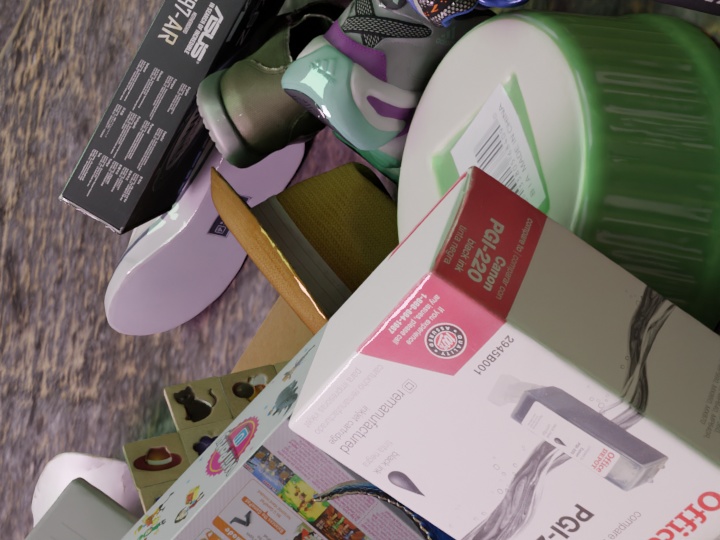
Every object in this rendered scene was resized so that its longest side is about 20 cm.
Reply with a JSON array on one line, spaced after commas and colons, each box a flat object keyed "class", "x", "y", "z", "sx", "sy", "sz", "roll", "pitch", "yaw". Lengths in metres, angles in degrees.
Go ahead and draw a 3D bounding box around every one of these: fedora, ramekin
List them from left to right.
[{"class": "fedora", "x": 0.000, "y": 0.000, "z": 1.614, "sx": 0.082, "sy": 0.201, "sz": 0.201, "roll": -40, "pitch": 41, "yaw": 1}, {"class": "ramekin", "x": 0.103, "y": -0.040, "z": 1.497, "sx": 0.200, "sy": 0.097, "sz": 0.201, "roll": -18, "pitch": 68, "yaw": 55}]

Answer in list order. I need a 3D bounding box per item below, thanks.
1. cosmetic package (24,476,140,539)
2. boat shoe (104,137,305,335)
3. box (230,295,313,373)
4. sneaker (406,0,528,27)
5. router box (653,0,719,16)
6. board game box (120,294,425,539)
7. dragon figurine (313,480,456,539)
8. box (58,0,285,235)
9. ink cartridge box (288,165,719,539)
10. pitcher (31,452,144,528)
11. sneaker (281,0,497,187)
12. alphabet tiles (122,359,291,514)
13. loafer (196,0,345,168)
[{"class": "cosmetic package", "x": -0.156, "y": 0.262, "z": 1.662, "sx": 0.200, "sy": 0.166, "sz": 0.168, "roll": -52, "pitch": -11, "yaw": -21}, {"class": "boat shoe", "x": -0.106, "y": -0.043, "z": 1.857, "sx": 0.200, "sy": 0.072, "sz": 0.066, "roll": -57, "pitch": 36, "yaw": 33}, {"class": "box", "x": -0.033, "y": 0.121, "z": 1.750, "sx": 0.164, "sy": 0.021, "sz": 0.201, "roll": -57, "pitch": 40, "yaw": 35}, {"class": "sneaker", "x": 0.071, "y": -0.173, "z": 1.509, "sx": 0.075, "sy": 0.200, "sz": 0.079, "roll": -36, "pitch": 84, "yaw": 44}, {"class": "router box", "x": 0.137, "y": -0.207, "z": 1.384, "sx": 0.051, "sy": 0.199, "sz": 0.150, "roll": -23, "pitch": 64, "yaw": 50}, {"class": "board game box", "x": -0.008, "y": 0.127, "z": 1.516, "sx": 0.200, "sy": 0.147, "sz": 0.064, "roll": -47, "pitch": 20, "yaw": 2}, {"class": "dragon figurine", "x": 0.069, "y": 0.171, "z": 1.455, "sx": 0.059, "sy": 0.200, "sz": 0.100, "roll": -42, "pitch": 25, "yaw": 24}, {"class": "box", "x": -0.099, "y": -0.124, "z": 1.721, "sx": 0.201, "sy": 0.043, "sz": 0.160, "roll": -61, "pitch": -3, "yaw": 8}, {"class": "ink cartridge box", "x": 0.088, "y": 0.067, "z": 1.397, "sx": 0.146, "sy": 0.199, "sz": 0.085, "roll": -48, "pitch": 14, "yaw": 43}, {"class": "pitcher", "x": -0.189, "y": 0.242, "z": 1.902, "sx": 0.172, "sy": 0.121, "sz": 0.201, "roll": 120, "pitch": 156, "yaw": -60}, {"class": "sneaker", "x": 0.042, "y": -0.119, "z": 1.596, "sx": 0.078, "sy": 0.200, "sz": 0.140, "roll": 39, "pitch": 91, "yaw": 15}, {"class": "alphabet tiles", "x": -0.038, "y": 0.131, "z": 1.637, "sx": 0.006, "sy": 0.165, "sz": 0.201, "roll": 91, "pitch": 162, "yaw": -49}, {"class": "loafer", "x": -0.029, "y": -0.112, "z": 1.687, "sx": 0.069, "sy": 0.200, "sz": 0.075, "roll": -24, "pitch": 103, "yaw": 23}]
